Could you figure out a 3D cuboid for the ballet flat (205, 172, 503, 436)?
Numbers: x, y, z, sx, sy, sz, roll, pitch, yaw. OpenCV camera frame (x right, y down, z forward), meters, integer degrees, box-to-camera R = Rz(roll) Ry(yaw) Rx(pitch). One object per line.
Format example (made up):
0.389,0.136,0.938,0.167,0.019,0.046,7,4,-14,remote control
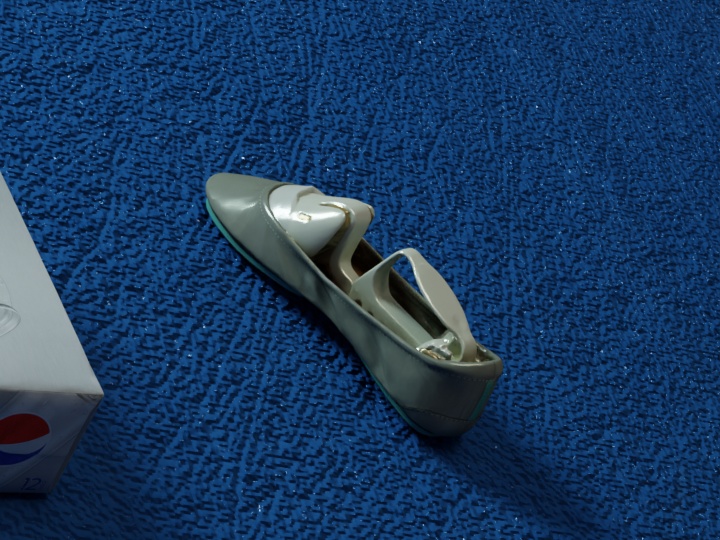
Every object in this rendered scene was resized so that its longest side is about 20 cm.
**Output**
0.000,0.000,1.168,0.200,0.064,0.067,46,32,21,ballet flat

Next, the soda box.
-0.184,0.004,0.988,0.068,0.064,0.201,6,40,-37,soda box
